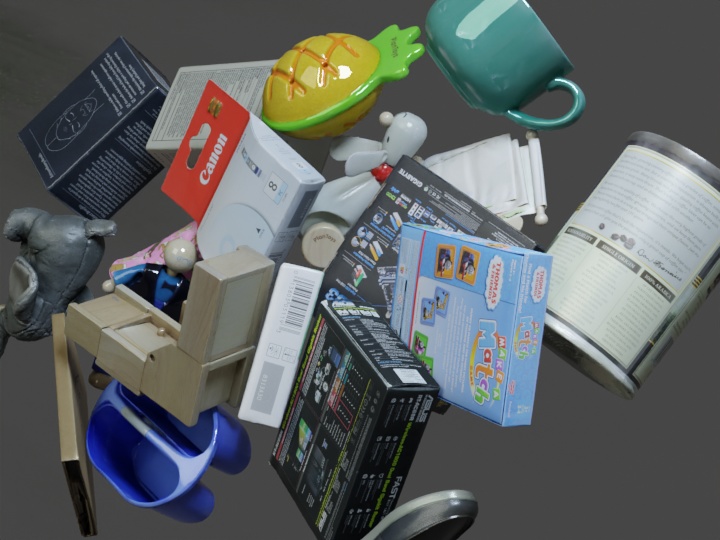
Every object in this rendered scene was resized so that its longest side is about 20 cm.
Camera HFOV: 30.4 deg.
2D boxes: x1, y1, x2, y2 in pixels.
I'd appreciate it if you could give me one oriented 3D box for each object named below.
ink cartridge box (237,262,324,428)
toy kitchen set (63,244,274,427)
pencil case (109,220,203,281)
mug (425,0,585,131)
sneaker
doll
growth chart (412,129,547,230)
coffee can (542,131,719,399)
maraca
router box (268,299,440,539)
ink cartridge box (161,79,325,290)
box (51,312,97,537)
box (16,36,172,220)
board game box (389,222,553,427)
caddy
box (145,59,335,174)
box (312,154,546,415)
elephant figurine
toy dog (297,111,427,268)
[{"bbox_3d":[-0.082,0.075,1.382,0.050,0.200,0.161,16,88,0],"label":"ink cartridge box"},{"bbox_3d":[-0.178,0.025,1.412,0.200,0.163,0.181,31,120,29],"label":"toy kitchen set"},{"bbox_3d":[-0.200,-0.019,1.584,0.200,0.083,0.087,-28,48,17],"label":"pencil case"},{"bbox_3d":[0.147,-0.233,1.429,0.114,0.152,0.185,-37,47,11],"label":"mug"},{"bbox_3d":[0.043,0.291,1.224,0.200,0.075,0.106,-40,50,20],"label":"sneaker"},{"bbox_3d":[-0.239,0.052,1.538,0.200,0.136,0.048,-64,20,14],"label":"doll"},{"bbox_3d":[0.114,-0.084,1.447,0.200,0.018,0.145,-11,56,30],"label":"growth chart"},{"bbox_3d":[0.248,-0.005,1.210,0.200,0.146,0.146,-52,46,-4],"label":"coffee can"},{"bbox_3d":[-0.021,-0.214,1.472,0.200,0.107,0.137,-24,37,12],"label":"maraca"},{"bbox_3d":[-0.010,0.150,1.279,0.150,0.062,0.200,49,128,48],"label":"router box"},{"bbox_3d":[-0.147,-0.093,1.470,0.200,0.047,0.160,42,121,24],"label":"ink cartridge box"},{"bbox_3d":[-0.323,0.174,1.499,0.021,0.164,0.200,-8,51,-8],"label":"box"},{"bbox_3d":[-0.335,-0.184,1.770,0.200,0.107,0.148,-42,47,4],"label":"box"},{"bbox_3d":[0.093,0.044,1.211,0.200,0.037,0.151,19,104,60],"label":"board game box"},{"bbox_3d":[-0.216,0.183,1.445,0.200,0.105,0.141,32,82,44],"label":"caddy"},{"bbox_3d":[-0.141,-0.175,1.624,0.200,0.109,0.128,3,63,36],"label":"box"},{"bbox_3d":[0.063,0.011,1.359,0.200,0.050,0.199,37,97,35],"label":"box"},{"bbox_3d":[-0.399,0.031,1.681,0.141,0.155,0.200,14,77,-5],"label":"elephant figurine"},{"bbox_3d":[-0.023,-0.103,1.472,0.200,0.096,0.132,-57,17,-9],"label":"toy dog"}]
